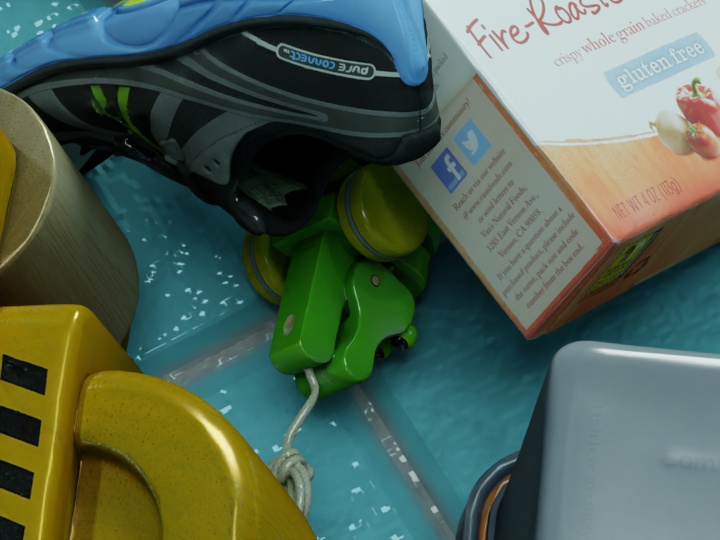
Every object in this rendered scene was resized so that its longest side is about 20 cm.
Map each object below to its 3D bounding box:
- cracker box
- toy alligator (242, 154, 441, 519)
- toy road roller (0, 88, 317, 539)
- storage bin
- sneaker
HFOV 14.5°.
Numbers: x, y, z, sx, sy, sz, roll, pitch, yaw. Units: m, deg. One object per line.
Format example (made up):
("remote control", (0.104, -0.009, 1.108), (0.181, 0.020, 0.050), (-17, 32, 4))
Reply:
("cracker box", (0.046, -0.090, 0.887), (0.134, 0.058, 0.200), (-25, 71, -43))
("toy alligator", (0.000, 0.000, 0.892), (0.054, 0.059, 0.201), (24, 58, -34))
("toy road roller", (-0.081, 0.051, 0.808), (0.145, 0.123, 0.201), (-1, 65, 16))
("storage bin", (0.122, 0.098, 0.794), (0.199, 0.135, 0.146), (5, 63, 4))
("sneaker", (-0.050, -0.046, 0.854), (0.071, 0.199, 0.083), (-26, 101, -39))
